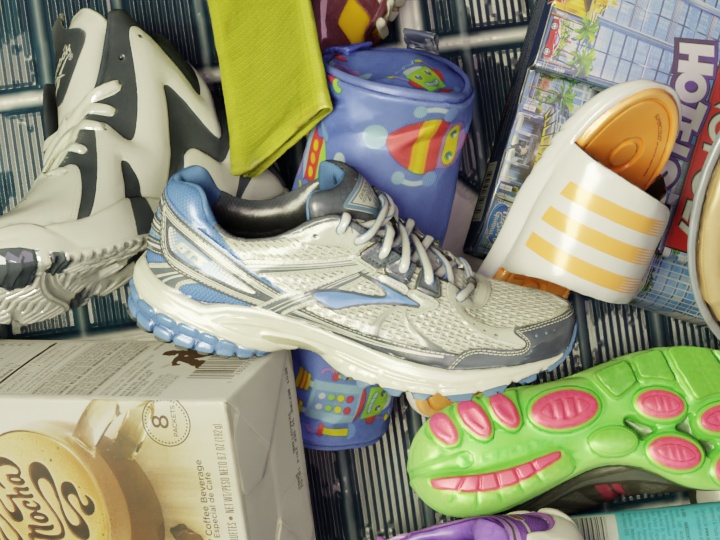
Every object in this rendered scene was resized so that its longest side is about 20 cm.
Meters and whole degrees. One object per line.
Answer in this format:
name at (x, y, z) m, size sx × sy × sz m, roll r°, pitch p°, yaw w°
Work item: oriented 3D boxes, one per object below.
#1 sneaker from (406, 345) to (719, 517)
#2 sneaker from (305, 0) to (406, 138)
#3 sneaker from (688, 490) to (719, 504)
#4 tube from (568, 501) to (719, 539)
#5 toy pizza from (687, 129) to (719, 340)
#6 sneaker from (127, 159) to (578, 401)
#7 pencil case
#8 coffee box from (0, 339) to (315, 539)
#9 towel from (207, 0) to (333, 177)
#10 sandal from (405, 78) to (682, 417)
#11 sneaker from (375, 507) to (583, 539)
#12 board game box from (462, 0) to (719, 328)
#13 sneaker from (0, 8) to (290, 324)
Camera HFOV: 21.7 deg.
sneaker at (0.120, 0.083, 0.943) m, size 0.199 × 0.084 × 0.077 m, roll -4°, pitch 78°, yaw -5°
sneaker at (0.013, -0.158, 0.930) m, size 0.090 × 0.075 × 0.201 m, roll 6°, pitch 91°, yaw -1°
sneaker at (0.231, 0.173, 0.942) m, size 0.067 × 0.108 × 0.202 m, roll -20°, pitch 93°, yaw -5°
tube at (0.171, 0.141, 0.913) m, size 0.199 × 0.050 × 0.078 m, roll -4°, pitch 66°, yaw 4°
toy pizza at (0.249, -0.037, 0.928) m, size 0.200 × 0.032 × 0.201 m, roll -15°, pitch 123°, yaw -24°
sneaker at (0.000, 0.000, 0.819) m, size 0.199 × 0.077 × 0.085 m, roll 8°, pitch 111°, yaw -3°
pencil case at (-0.005, -0.015, 0.898) m, size 0.078 × 0.087 × 0.200 m, roll -11°, pitch 124°, yaw -45°
coffee box at (-0.130, 0.096, 0.866) m, size 0.199 × 0.080 × 0.113 m, roll -1°, pitch 108°, yaw 21°
towel at (-0.054, -0.151, 0.889) m, size 0.018 × 0.086 × 0.201 m, roll -1°, pitch 70°, yaw -30°
sandal at (0.100, 0.005, 0.893) m, size 0.079 × 0.059 × 0.207 m, roll 6°, pitch 124°, yaw -45°
sneaker at (0.013, 0.152, 0.891) m, size 0.083 × 0.200 × 0.081 m, roll 18°, pitch 53°, yaw -40°
board game box at (0.177, -0.076, 0.956) m, size 0.199 × 0.062 × 0.201 m, roll 16°, pitch 89°, yaw -5°
sneaker at (-0.133, -0.059, 0.882) m, size 0.199 × 0.079 × 0.130 m, roll -24°, pitch 79°, yaw -43°
